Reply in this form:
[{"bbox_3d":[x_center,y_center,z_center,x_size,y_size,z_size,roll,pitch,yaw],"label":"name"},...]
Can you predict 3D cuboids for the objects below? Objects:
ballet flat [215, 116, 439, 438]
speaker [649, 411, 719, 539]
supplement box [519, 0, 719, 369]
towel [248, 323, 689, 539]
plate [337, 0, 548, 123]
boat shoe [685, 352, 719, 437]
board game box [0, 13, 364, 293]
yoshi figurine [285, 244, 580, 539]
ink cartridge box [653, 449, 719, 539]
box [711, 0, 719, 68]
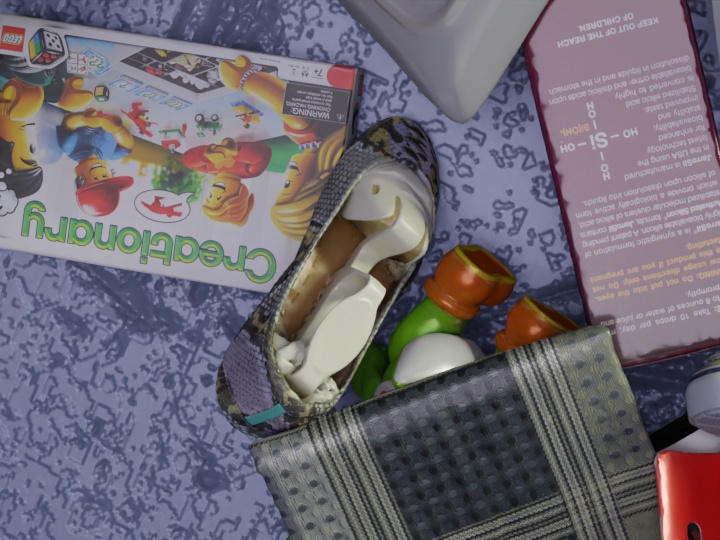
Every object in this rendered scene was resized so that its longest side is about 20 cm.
[{"bbox_3d":[0.000,0.000,1.123,0.072,0.072,0.201,29,64,4],"label":"ballet flat"},{"bbox_3d":[0.216,0.163,1.146,0.081,0.081,0.201,-30,91,8],"label":"speaker"},{"bbox_3d":[0.140,-0.059,1.123,0.085,0.110,0.202,-13,93,9],"label":"supplement box"},{"bbox_3d":[0.065,0.138,1.109,0.191,0.035,0.201,-20,111,4],"label":"towel"},{"bbox_3d":[0.035,-0.209,1.083,0.200,0.032,0.200,48,117,29],"label":"plate"},{"bbox_3d":[0.240,0.052,1.108,0.199,0.072,0.063,4,75,-36],"label":"boat shoe"},{"bbox_3d":[-0.105,-0.062,1.192,0.198,0.035,0.127,9,96,6],"label":"board game box"},{"bbox_3d":[0.035,0.092,1.161,0.112,0.112,0.201,33,99,-17],"label":"yoshi figurine"},{"bbox_3d":[0.247,0.140,1.083,0.199,0.067,0.117,4,73,-27],"label":"ink cartridge box"},{"bbox_3d":[0.254,-0.157,0.997,0.199,0.041,0.157,-1,106,29],"label":"box"}]
